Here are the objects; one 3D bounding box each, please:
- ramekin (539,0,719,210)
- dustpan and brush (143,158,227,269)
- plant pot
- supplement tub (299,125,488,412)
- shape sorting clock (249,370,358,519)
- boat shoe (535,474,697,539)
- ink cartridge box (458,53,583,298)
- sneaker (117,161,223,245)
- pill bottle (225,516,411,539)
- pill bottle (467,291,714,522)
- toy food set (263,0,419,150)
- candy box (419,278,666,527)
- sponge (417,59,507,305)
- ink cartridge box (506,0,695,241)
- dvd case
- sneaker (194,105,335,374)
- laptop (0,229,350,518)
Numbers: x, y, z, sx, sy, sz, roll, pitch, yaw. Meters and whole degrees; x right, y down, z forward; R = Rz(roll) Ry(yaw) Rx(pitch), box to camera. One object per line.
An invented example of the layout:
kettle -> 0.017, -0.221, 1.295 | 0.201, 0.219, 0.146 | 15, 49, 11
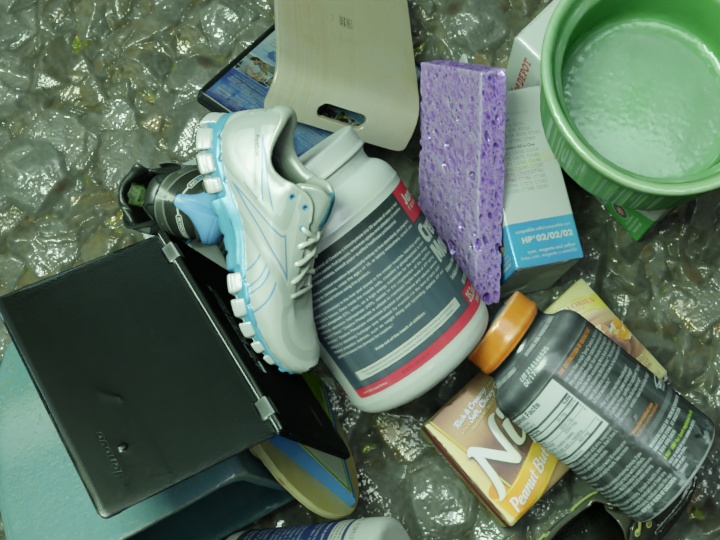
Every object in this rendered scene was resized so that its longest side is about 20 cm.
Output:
ramekin -> 0.238, -0.146, 0.950 | 0.196, 0.098, 0.204 | 0, 78, 1
dustpan and brush -> -0.123, 0.002, 1.068 | 0.138, 0.057, 0.202 | -16, 112, 32
plant pot -> -0.191, 0.132, 0.972 | 0.194, 0.196, 0.202 | -29, 72, 4
supplement tub -> 0.000, 0.000, 0.963 | 0.140, 0.140, 0.201 | -37, 100, -9
shape sorting clock -> -0.064, 0.118, 0.984 | 0.039, 0.200, 0.202 | -30, 78, 11
boat shoe -> 0.219, 0.226, 1.028 | 0.200, 0.061, 0.072 | -35, 81, -8
ink cartridge box -> 0.133, -0.088, 1.072 | 0.067, 0.115, 0.203 | -10, 77, -11
sneaker -> -0.156, -0.061, 0.955 | 0.082, 0.199, 0.072 | 19, 88, -17
pill bottle -> -0.057, 0.267, 0.965 | 0.197, 0.111, 0.113 | -11, 75, 23
pill bottle -> 0.185, 0.106, 0.977 | 0.199, 0.106, 0.107 | 39, 79, 4
toy food set -> -0.026, -0.207, 1.083 | 0.142, 0.060, 0.203 | 14, 51, -25
candy box -> 0.162, 0.118, 1.056 | 0.200, 0.055, 0.116 | -41, 81, -10
sponge -> 0.086, -0.079, 1.033 | 0.029, 0.111, 0.204 | -7, 107, -24
ink cartridge box -> 0.226, -0.141, 1.074 | 0.084, 0.146, 0.200 | -41, 80, -9
dvd case -> -0.041, -0.172, 1.091 | 0.142, 0.018, 0.200 | 34, 49, 6
sneaker -> -0.054, -0.023, 0.854 | 0.085, 0.075, 0.203 | -12, 100, 22
laptop -> -0.131, 0.081, 0.863 | 0.115, 0.200, 0.188 | -39, 63, 7
